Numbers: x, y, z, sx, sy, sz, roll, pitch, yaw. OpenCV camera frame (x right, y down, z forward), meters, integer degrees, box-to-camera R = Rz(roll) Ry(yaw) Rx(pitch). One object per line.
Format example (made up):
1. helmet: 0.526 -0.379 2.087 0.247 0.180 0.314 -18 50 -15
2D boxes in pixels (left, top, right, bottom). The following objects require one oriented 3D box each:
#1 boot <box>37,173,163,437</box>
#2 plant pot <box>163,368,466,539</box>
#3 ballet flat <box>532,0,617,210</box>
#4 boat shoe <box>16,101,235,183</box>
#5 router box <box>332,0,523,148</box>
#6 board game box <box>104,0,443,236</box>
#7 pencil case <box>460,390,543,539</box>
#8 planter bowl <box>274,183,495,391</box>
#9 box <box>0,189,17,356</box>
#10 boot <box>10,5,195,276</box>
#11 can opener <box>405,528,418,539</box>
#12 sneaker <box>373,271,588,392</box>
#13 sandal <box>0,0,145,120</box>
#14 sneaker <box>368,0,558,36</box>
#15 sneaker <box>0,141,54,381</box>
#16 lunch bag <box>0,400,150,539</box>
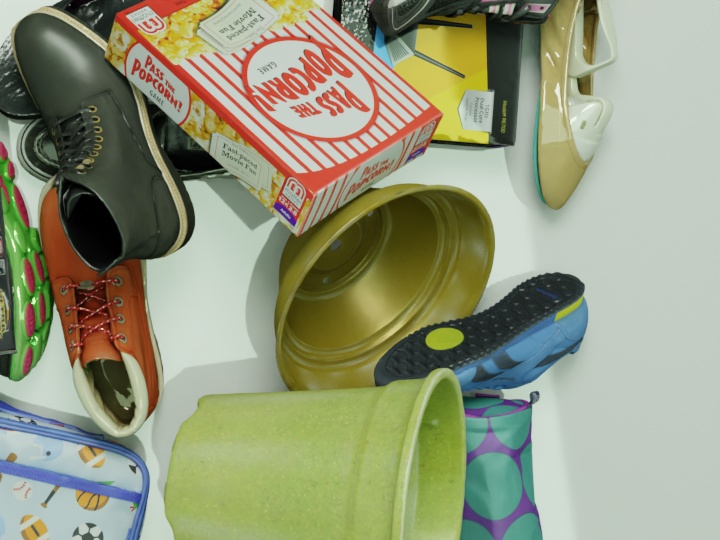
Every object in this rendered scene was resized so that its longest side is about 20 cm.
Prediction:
1. boot: -0.192 0.025 1.181 0.074 0.107 0.202 -16 100 1
2. plant pot: -0.034 0.162 1.137 0.182 0.200 0.202 5 91 15
3. ballet flat: 0.171 -0.149 1.259 0.063 0.068 0.202 0 92 30
4. boat shoe: -0.162 -0.099 1.213 0.198 0.064 0.071 -3 93 -8
5. router box: 0.052 -0.202 1.250 0.148 0.051 0.202 3 90 -10
6. board game box: -0.061 -0.133 1.152 0.200 0.046 0.151 42 47 14
7. pencil case: 0.106 0.197 1.258 0.084 0.092 0.202 -4 95 26
8. planter bowl: 0.000 0.000 1.214 0.199 0.083 0.202 -24 137 -24
9. box: -0.352 -0.030 1.152 0.197 0.050 0.202 -6 92 18
10. boot: -0.195 -0.094 1.111 0.077 0.138 0.201 -35 91 16
11. can opener: -0.028 0.201 1.252 0.198 0.063 0.079 18 116 0
12. sneaker: 0.100 0.072 1.241 0.199 0.066 0.079 -23 126 -28
13. sandal: -0.198 -0.189 1.204 0.200 0.048 0.076 -35 78 -10
14. sneaker: 0.107 -0.217 1.198 0.199 0.080 0.087 -27 106 -5
15. sneaker: -0.288 -0.013 1.201 0.083 0.077 0.202 -16 92 10
16. lunch bag: -0.264 0.181 1.203 0.198 0.076 0.162 15 87 -11
